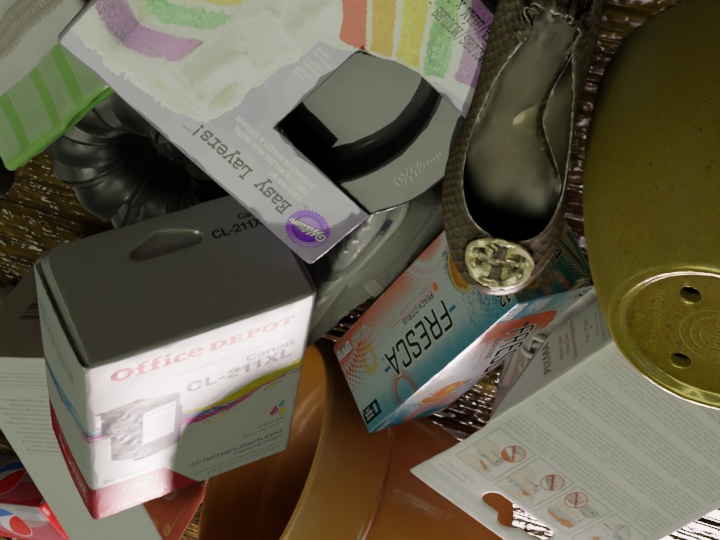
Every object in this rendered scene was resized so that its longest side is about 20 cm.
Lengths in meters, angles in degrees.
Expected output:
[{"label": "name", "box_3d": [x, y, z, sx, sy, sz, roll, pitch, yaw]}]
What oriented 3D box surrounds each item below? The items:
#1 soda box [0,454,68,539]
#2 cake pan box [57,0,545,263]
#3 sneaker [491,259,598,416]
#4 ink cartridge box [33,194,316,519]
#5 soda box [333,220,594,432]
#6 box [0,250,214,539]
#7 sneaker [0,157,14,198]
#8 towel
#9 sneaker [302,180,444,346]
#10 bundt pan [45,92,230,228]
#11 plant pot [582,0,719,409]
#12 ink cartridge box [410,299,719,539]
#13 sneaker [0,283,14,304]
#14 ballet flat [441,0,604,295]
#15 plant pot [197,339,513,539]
[{"label": "soda box", "box_3d": [-0.376, 0.240, 1.429, 0.200, 0.063, 0.070, -2, 133, 36]}, {"label": "cake pan box", "box_3d": [-0.028, -0.121, 0.713, 0.184, 0.052, 0.200, -37, 111, 29]}, {"label": "sneaker", "box_3d": [0.121, 0.072, 0.866, 0.075, 0.087, 0.200, 19, 141, 18]}, {"label": "ink cartridge box", "box_3d": [-0.117, 0.057, 0.838, 0.083, 0.146, 0.200, 61, 158, 28]}, {"label": "soda box", "box_3d": [0.059, 0.029, 0.832, 0.200, 0.064, 0.068, -48, 60, 53]}, {"label": "box", "box_3d": [-0.191, 0.099, 1.013, 0.097, 0.124, 0.200, 0, 129, 27]}, {"label": "sneaker", "box_3d": [-0.291, -0.124, 0.919, 0.091, 0.076, 0.200, 8, 141, 37]}, {"label": "towel", "box_3d": [-0.225, -0.170, 0.798, 0.149, 0.031, 0.200, -26, 93, 49]}, {"label": "sneaker", "box_3d": [0.000, 0.000, 0.866, 0.082, 0.075, 0.200, 7, 151, -26]}, {"label": "bundt pan", "box_3d": [-0.124, -0.081, 0.861, 0.202, 0.076, 0.202, 19, 143, 16]}, {"label": "plant pot", "box_3d": [0.191, -0.015, 0.664, 0.200, 0.142, 0.200, 19, 143, 15]}, {"label": "ink cartridge box", "box_3d": [0.156, 0.105, 0.843, 0.160, 0.047, 0.200, 38, 124, -25]}, {"label": "sneaker", "box_3d": [-0.340, 0.083, 1.203, 0.079, 0.078, 0.200, 47, 140, -13]}, {"label": "ballet flat", "box_3d": [0.082, -0.069, 0.671, 0.067, 0.046, 0.200, 11, 121, -1]}, {"label": "plant pot", "box_3d": [0.005, 0.173, 0.996, 0.183, 0.200, 0.200, 24, 147, -21]}]
